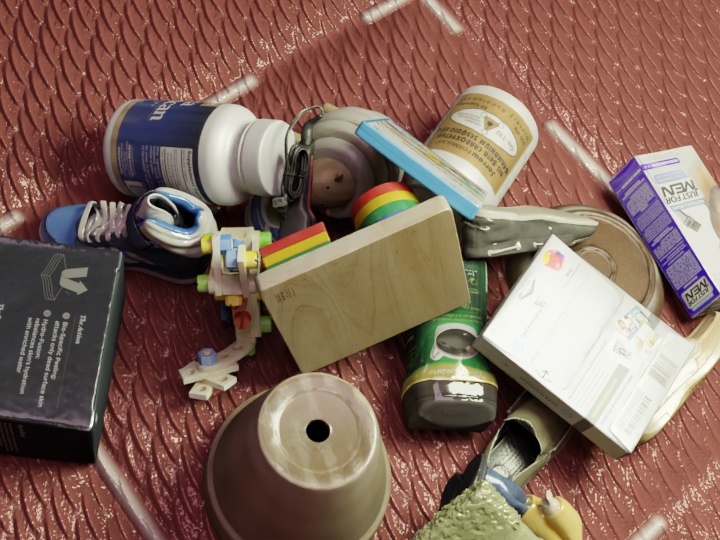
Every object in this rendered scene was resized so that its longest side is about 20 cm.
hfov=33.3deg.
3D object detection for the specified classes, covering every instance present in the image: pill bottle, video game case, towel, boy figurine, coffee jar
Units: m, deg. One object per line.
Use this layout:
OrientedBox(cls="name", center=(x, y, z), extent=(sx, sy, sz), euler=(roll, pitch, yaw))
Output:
OrientedBox(cls="pill bottle", center=(0.118, -0.113, 1.422), extent=(0.114, 0.115, 0.200), euler=(32, 62, 6))
OrientedBox(cls="video game case", center=(0.068, -0.109, 1.252), extent=(0.143, 0.200, 0.018), euler=(37, 101, 2))
OrientedBox(cls="towel", center=(0.094, 0.314, 1.183), extent=(0.200, 0.036, 0.148), euler=(-44, 100, 5))
OrientedBox(cls="boy figurine", center=(0.174, 0.275, 1.238), extent=(0.200, 0.124, 0.065), euler=(39, 36, -9))
OrientedBox(cls="pill bottle", center=(-0.175, -0.130, 1.332), extent=(0.199, 0.111, 0.112), euler=(7, 58, 26))
OrientedBox(cls="coffee jar", center=(0.094, 0.080, 1.334), extent=(0.103, 0.085, 0.201), euler=(5, 62, -12))

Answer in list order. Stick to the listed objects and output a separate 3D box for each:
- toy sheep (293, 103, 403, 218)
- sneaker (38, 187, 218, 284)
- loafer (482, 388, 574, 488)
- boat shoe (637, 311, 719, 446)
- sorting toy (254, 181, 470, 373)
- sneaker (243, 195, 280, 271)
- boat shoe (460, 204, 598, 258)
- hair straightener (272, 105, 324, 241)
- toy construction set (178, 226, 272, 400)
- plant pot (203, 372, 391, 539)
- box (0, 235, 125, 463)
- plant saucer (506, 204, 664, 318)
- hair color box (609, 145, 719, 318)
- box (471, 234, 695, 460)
OrientedBox(cls="toy sheep", center=(-0.012, -0.130, 1.400), extent=(0.138, 0.138, 0.200), euler=(36, 43, 8))
OrientedBox(cls="sneaker", center=(-0.251, -0.056, 1.302), extent=(0.199, 0.147, 0.081), euler=(15, 61, -3))
OrientedBox(cls="loafer", center=(0.187, 0.180, 1.310), extent=(0.075, 0.070, 0.200), euler=(35, 62, 8))
OrientedBox(cls="boat shoe", center=(0.354, 0.108, 1.377), extent=(0.069, 0.074, 0.200), euler=(42, 64, 5))
OrientedBox(cls="sorting toy", center=(0.000, 0.000, 1.224), extent=(0.198, 0.200, 0.070), euler=(-23, 60, -2))
OrientedBox(cls="sneaker", center=(-0.078, -0.013, 1.354), extent=(0.075, 0.077, 0.201), euler=(-21, 70, -22))
OrientedBox(cls="boat shoe", center=(0.191, -0.042, 1.385), extent=(0.199, 0.057, 0.067), euler=(2, 15, -37))
OrientedBox(cls="hair straightener", center=(-0.064, -0.077, 1.283), extent=(0.041, 0.077, 0.202), euler=(10, 91, 12))
OrientedBox(cls="toy construction set", center=(-0.133, 0.038, 1.270), extent=(0.091, 0.201, 0.131), euler=(11, 28, -6))
OrientedBox(cls="plant pot", center=(-0.053, 0.187, 1.202), extent=(0.198, 0.174, 0.201), euler=(5, 61, -9))
OrientedBox(cls="box", center=(-0.354, 0.078, 1.230), extent=(0.198, 0.118, 0.198), euler=(8, 62, -6))
OrientedBox(cls="plant saucer", center=(0.275, 0.002, 1.441), extent=(0.199, 0.032, 0.202), euler=(4, 64, -9))
OrientedBox(cls="hair color box", center=(0.401, -0.050, 1.460), extent=(0.109, 0.065, 0.201), euler=(-13, 67, -34))
OrientedBox(cls="box", center=(0.242, 0.082, 1.303), extent=(0.200, 0.041, 0.156), euler=(38, 64, 1))
